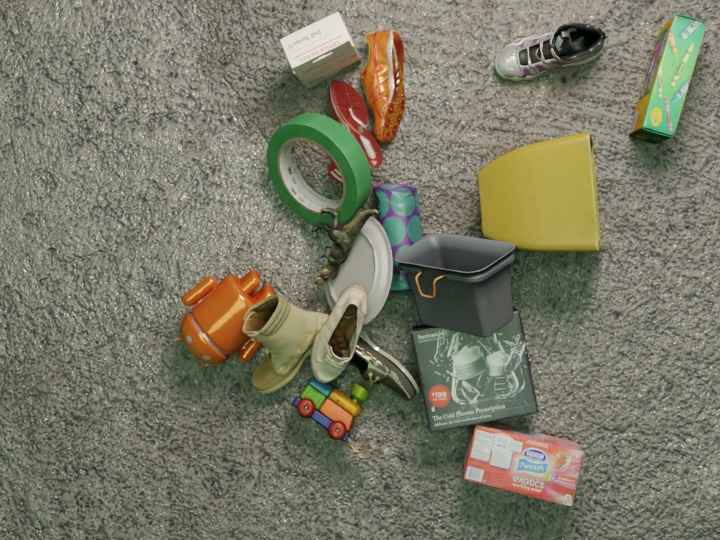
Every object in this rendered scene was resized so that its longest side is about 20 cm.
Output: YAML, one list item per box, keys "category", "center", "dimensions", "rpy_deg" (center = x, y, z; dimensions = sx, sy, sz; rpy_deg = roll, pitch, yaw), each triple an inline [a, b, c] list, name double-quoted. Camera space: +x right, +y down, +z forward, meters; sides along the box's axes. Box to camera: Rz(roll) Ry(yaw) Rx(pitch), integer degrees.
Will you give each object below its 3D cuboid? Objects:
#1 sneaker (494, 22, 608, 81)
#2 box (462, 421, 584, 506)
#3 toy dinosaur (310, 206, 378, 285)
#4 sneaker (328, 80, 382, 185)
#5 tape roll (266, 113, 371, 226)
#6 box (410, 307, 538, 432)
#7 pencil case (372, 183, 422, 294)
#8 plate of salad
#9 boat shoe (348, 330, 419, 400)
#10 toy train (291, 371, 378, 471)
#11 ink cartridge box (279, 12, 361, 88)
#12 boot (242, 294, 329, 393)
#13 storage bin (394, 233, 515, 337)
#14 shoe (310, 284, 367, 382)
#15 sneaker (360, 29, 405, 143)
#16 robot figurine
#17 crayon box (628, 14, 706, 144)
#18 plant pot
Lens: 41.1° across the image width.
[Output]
- category: "sneaker"
  center: [0.333, -0.391, 1.675]
  dimensions: [0.198, 0.140, 0.079]
  rpy_deg: [-16, 91, 4]
- category: "box"
  center: [0.288, 0.340, 1.723]
  dimensions: [0.197, 0.095, 0.104]
  rpy_deg: [13, 93, 4]
- category: "toy dinosaur"
  center: [-0.041, -0.065, 1.689]
  dimensions: [0.088, 0.047, 0.201]
  rpy_deg: [44, 128, 11]
- category: "sneaker"
  center: [-0.037, -0.239, 1.742]
  dimensions: [0.116, 0.078, 0.202]
  rpy_deg: [-44, 51, 40]
- category: "tape roll"
  center: [-0.074, -0.176, 1.699]
  dimensions: [0.199, 0.048, 0.202]
  rpy_deg: [22, 132, 26]
- category: "box"
  center: [0.202, 0.176, 1.721]
  dimensions: [0.197, 0.104, 0.185]
  rpy_deg: [-12, 90, 5]
- category: "pencil case"
  center: [0.069, -0.056, 1.735]
  dimensions: [0.084, 0.092, 0.203]
  rpy_deg: [-5, 91, -39]
- category: "plate of salad"
  center: [0.000, 0.000, 1.717]
  dimensions: [0.048, 0.199, 0.203]
  rpy_deg: [5, 93, -38]
- category: "boat shoe"
  center: [0.019, 0.171, 1.745]
  dimensions: [0.201, 0.072, 0.060]
  rpy_deg: [41, 63, 8]
- category: "toy train"
  center: [-0.018, 0.260, 1.759]
  dimensions: [0.199, 0.085, 0.116]
  rpy_deg: [35, 81, 3]
- category: "ink cartridge box"
  center: [-0.069, -0.386, 1.678]
  dimensions: [0.116, 0.200, 0.068]
  rpy_deg: [-24, 90, 5]
- category: "boot"
  center: [-0.161, 0.132, 1.712]
  dimensions: [0.200, 0.155, 0.073]
  rpy_deg: [-42, 49, 20]
- category: "storage bin"
  center: [0.165, 0.033, 1.633]
  dimensions: [0.145, 0.199, 0.136]
  rpy_deg: [-30, 116, -37]
- category: "shoe"
  center: [-0.040, 0.119, 1.672]
  dimensions: [0.069, 0.054, 0.202]
  rpy_deg: [16, 117, -10]
- category: "sneaker"
  center: [0.038, -0.332, 1.747]
  dimensions: [0.076, 0.073, 0.203]
  rpy_deg: [2, 90, 28]
- category: "robot figurine"
  center: [-0.244, 0.090, 1.749]
  dimensions: [0.200, 0.144, 0.117]
  rpy_deg: [-42, 53, 4]
- category: "crayon box"
  center: [0.532, -0.330, 1.672]
  dimensions: [0.058, 0.119, 0.203]
  rpy_deg: [16, 93, 4]
- category: "plant pot"
  center: [0.310, -0.124, 1.669]
  dimensions: [0.197, 0.195, 0.197]
  rpy_deg: [-5, 91, 17]
